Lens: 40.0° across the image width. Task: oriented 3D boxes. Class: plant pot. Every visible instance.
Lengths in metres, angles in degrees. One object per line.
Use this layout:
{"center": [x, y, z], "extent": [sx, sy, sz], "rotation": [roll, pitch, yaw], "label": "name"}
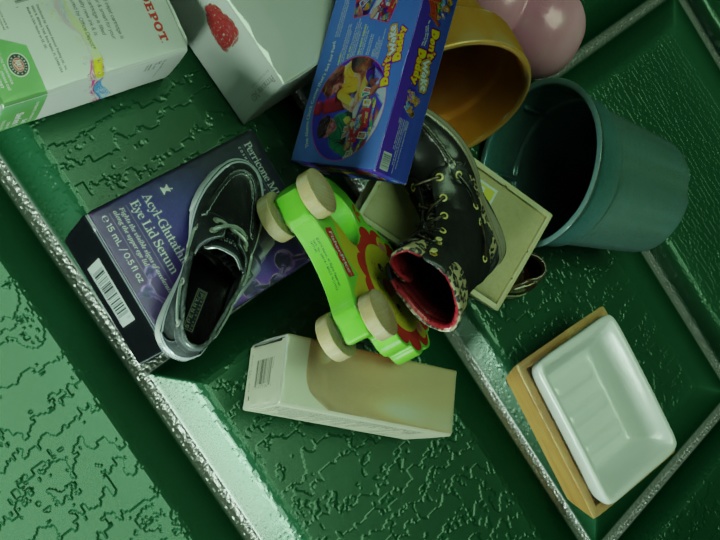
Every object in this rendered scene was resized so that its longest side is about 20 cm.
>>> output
{"center": [0.066, -0.253, 1.113], "extent": [0.199, 0.201, 0.184], "rotation": [-4, 59, -29], "label": "plant pot"}
{"center": [0.280, -0.110, 1.200], "extent": [0.195, 0.200, 0.202], "rotation": [11, 73, -35], "label": "plant pot"}

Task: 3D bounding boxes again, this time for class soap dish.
{"center": [0.273, 0.167, 1.181], "extent": [0.157, 0.081, 0.201], "rotation": [-29, 92, -30], "label": "soap dish"}

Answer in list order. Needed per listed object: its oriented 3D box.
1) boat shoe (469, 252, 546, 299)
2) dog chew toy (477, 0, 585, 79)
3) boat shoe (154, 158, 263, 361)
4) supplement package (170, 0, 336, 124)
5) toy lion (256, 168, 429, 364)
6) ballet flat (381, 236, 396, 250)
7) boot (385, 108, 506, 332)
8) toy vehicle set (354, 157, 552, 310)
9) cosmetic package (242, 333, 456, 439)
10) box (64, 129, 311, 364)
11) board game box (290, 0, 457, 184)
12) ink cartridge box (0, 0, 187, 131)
{"center": [0.127, -0.002, 1.147], "extent": [0.201, 0.075, 0.075], "rotation": [-5, 80, -29], "label": "boat shoe"}
{"center": [0.179, -0.325, 1.231], "extent": [0.199, 0.124, 0.125], "rotation": [27, 67, -12], "label": "dog chew toy"}
{"center": [-0.128, -0.017, 0.896], "extent": [0.071, 0.068, 0.201], "rotation": [28, 66, -20], "label": "boat shoe"}
{"center": [-0.119, -0.284, 1.056], "extent": [0.120, 0.121, 0.201], "rotation": [-38, 96, -30], "label": "supplement package"}
{"center": [0.000, 0.000, 0.977], "extent": [0.201, 0.068, 0.191], "rotation": [63, 21, 4], "label": "toy lion"}
{"center": [0.045, -0.063, 1.120], "extent": [0.069, 0.071, 0.200], "rotation": [49, 61, -8], "label": "ballet flat"}
{"center": [0.069, -0.051, 0.977], "extent": [0.201, 0.073, 0.151], "rotation": [61, 35, -21], "label": "boot"}
{"center": [0.101, -0.060, 1.076], "extent": [0.199, 0.026, 0.125], "rotation": [33, 87, -19], "label": "toy vehicle set"}
{"center": [-0.010, 0.124, 1.027], "extent": [0.198, 0.105, 0.072], "rotation": [15, 73, -26], "label": "cosmetic package"}
{"center": [-0.163, -0.024, 0.980], "extent": [0.199, 0.104, 0.149], "rotation": [-34, 94, -30], "label": "box"}
{"center": [0.013, -0.193, 0.975], "extent": [0.045, 0.134, 0.202], "rotation": [18, 87, -41], "label": "board game box"}
{"center": [-0.293, -0.240, 0.973], "extent": [0.199, 0.084, 0.146], "rotation": [-26, 91, -30], "label": "ink cartridge box"}
